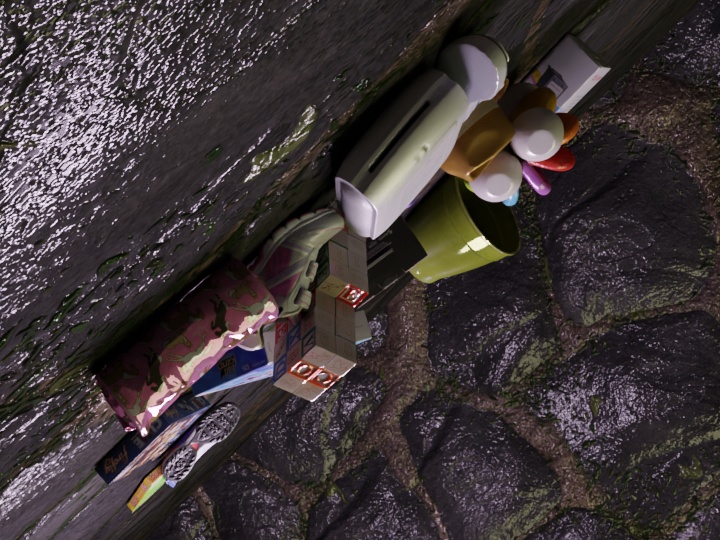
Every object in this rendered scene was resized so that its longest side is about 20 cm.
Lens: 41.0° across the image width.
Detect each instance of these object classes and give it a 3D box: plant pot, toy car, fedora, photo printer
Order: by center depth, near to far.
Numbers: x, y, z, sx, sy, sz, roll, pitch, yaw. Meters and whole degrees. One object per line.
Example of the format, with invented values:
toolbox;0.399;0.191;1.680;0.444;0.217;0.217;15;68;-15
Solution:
photo printer;0.042;-0.123;1.040;0.167;0.069;0.200;-50;175;-6
fedora;0.161;-0.186;1.384;0.200;0.082;0.201;-43;173;-6
toy car;0.258;-0.185;1.519;0.200;0.150;0.175;-46;-156;22
plant pot;0.177;-0.074;1.888;0.192;0.201;0.200;-32;180;30

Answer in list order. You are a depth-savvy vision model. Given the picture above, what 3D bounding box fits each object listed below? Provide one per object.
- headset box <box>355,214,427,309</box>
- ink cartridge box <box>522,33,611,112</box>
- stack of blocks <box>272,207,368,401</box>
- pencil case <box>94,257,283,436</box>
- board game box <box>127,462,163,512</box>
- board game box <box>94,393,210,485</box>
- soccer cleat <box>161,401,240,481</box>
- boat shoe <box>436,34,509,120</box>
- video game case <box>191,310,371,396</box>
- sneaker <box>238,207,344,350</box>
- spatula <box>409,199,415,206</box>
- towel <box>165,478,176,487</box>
headset box;0.000;0.000;1.417;0.148;0.075;0.200;-36;-176;-18
ink cartridge box;0.323;-0.302;1.655;0.200;0.086;0.147;-47;173;21
stack of blocks;-0.047;0.038;1.144;0.115;0.058;0.201;-44;-148;34
pencil case;-0.176;0.077;0.982;0.200;0.087;0.083;-41;-155;-19
board game box;-0.453;0.465;2.112;0.095;0.030;0.200;-41;171;-39
board game box;-0.319;0.257;1.506;0.135;0.035;0.200;-45;174;7
soccer cleat;-0.328;0.339;1.960;0.200;0.068;0.073;-47;-162;-9
boat shoe;0.126;-0.214;1.024;0.066;0.072;0.200;-47;175;-8
video game case;-0.113;0.115;1.331;0.180;0.046;0.199;-12;171;-41
sneaker;-0.085;0.013;1.092;0.200;0.088;0.081;-45;174;-3
spatula;0.034;-0.086;1.523;0.200;0.021;0.056;-34;-175;-38
towel;-0.350;0.381;2.081;0.200;0.024;0.145;-52;176;-19
